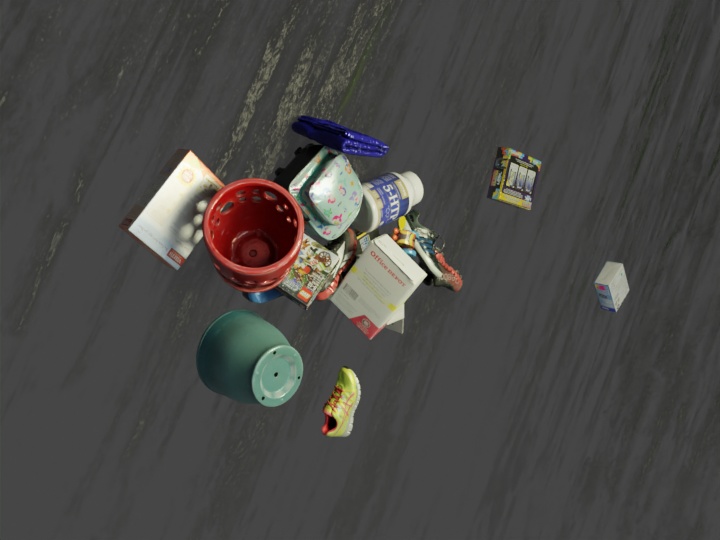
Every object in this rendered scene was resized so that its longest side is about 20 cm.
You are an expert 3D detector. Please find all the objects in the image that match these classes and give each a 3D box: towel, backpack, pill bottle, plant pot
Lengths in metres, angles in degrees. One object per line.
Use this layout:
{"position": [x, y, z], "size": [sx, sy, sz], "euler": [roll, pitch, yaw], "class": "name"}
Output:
{"position": [-0.046, -0.309, 1.401], "size": [0.146, 0.199, 0.050], "euler": [-4, 116, -43], "class": "towel"}
{"position": [-0.085, -0.176, 1.442], "size": [0.178, 0.149, 0.201], "euler": [-51, 134, -23], "class": "backpack"}
{"position": [0.065, -0.186, 1.592], "size": [0.198, 0.119, 0.122], "euler": [-28, 118, -35], "class": "pill bottle"}
{"position": [-0.232, 0.208, 1.365], "size": [0.198, 0.186, 0.204], "euler": [-13, 110, -40], "class": "plant pot"}
{"position": [-0.216, -0.058, 1.263], "size": [0.201, 0.199, 0.183], "euler": [-51, 173, -20], "class": "plant pot"}

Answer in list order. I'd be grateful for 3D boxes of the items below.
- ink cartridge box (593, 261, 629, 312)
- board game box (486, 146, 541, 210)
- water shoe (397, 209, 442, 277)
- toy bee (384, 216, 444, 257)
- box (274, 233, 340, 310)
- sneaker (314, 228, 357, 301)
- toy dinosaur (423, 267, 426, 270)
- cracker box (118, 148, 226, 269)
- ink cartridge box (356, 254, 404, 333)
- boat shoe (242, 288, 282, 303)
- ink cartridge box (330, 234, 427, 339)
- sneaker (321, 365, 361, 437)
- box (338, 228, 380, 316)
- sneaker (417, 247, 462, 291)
{"position": [1.084, 0.081, 2.649], "size": [0.137, 0.076, 0.201], "euler": [-49, 127, -22], "class": "ink cartridge box"}
{"position": [0.506, -0.299, 2.023], "size": [0.198, 0.056, 0.169], "euler": [8, 97, -44], "class": "board game box"}
{"position": [0.183, -0.075, 1.708], "size": [0.078, 0.071, 0.202], "euler": [-35, 95, -2], "class": "water shoe"}
{"position": [0.111, -0.087, 1.615], "size": [0.107, 0.199, 0.133], "euler": [19, 56, -34], "class": "toy bee"}
{"position": [-0.163, -0.024, 1.378], "size": [0.138, 0.198, 0.038], "euler": [-55, 175, -22], "class": "box"}
{"position": [-0.071, -0.031, 1.464], "size": [0.202, 0.070, 0.098], "euler": [-61, 140, -25], "class": "sneaker"}
{"position": [0.107, 0.071, 1.725], "size": [0.199, 0.048, 0.088], "euler": [-36, 165, -15], "class": "toy dinosaur"}
{"position": [-0.368, -0.123, 1.242], "size": [0.134, 0.057, 0.202], "euler": [47, 67, -39], "class": "cracker box"}
{"position": [0.050, 0.063, 1.576], "size": [0.067, 0.116, 0.204], "euler": [-16, 110, -41], "class": "ink cartridge box"}
{"position": [-0.190, 0.020, 1.443], "size": [0.198, 0.068, 0.086], "euler": [-12, 100, -42], "class": "boat shoe"}
{"position": [0.042, 0.038, 1.468], "size": [0.201, 0.145, 0.083], "euler": [-52, 168, 30], "class": "ink cartridge box"}
{"position": [-0.058, 0.356, 1.643], "size": [0.089, 0.078, 0.204], "euler": [0, 101, -41], "class": "sneaker"}
{"position": [0.000, 0.000, 1.628], "size": [0.159, 0.049, 0.203], "euler": [-36, 123, -34], "class": "box"}
{"position": [0.231, 0.016, 1.823], "size": [0.200, 0.070, 0.099], "euler": [43, 71, -38], "class": "sneaker"}
